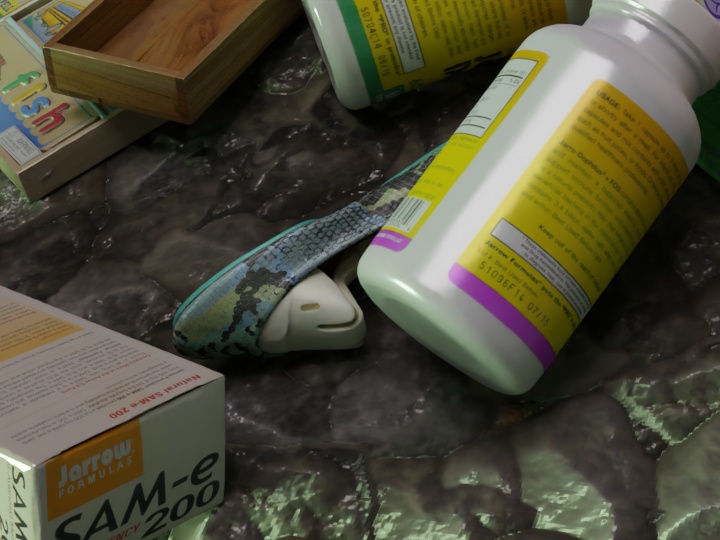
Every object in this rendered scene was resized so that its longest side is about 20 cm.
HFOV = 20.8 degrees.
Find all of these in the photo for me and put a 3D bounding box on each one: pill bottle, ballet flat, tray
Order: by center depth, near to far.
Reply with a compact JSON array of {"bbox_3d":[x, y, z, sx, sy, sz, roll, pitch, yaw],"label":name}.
[{"bbox_3d":[0.095,-0.046,0.951,0.104,0.104,0.200,30,79,40],"label":"pill bottle"},{"bbox_3d":[0.000,0.000,1.005,0.200,0.074,0.074,-33,44,-10],"label":"ballet flat"},{"bbox_3d":[0.066,-0.175,1.123,0.200,0.113,0.113,-20,43,-1],"label":"pill bottle"},{"bbox_3d":[-0.095,-0.162,1.195,0.099,0.037,0.200,15,43,24],"label":"tray"}]

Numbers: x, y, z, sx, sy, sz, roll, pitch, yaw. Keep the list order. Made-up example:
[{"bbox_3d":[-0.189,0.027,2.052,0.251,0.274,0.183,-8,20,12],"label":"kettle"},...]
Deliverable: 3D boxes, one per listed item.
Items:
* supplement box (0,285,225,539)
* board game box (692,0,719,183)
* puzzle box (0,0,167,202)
[{"bbox_3d":[-0.179,0.072,0.956,0.200,0.074,0.126,19,28,35],"label":"supplement box"},{"bbox_3d":[0.194,-0.137,0.972,0.040,0.200,0.153,-19,40,-22],"label":"board game box"},{"bbox_3d":[-0.195,-0.130,1.235,0.133,0.025,0.200,-33,44,-15],"label":"puzzle box"}]
